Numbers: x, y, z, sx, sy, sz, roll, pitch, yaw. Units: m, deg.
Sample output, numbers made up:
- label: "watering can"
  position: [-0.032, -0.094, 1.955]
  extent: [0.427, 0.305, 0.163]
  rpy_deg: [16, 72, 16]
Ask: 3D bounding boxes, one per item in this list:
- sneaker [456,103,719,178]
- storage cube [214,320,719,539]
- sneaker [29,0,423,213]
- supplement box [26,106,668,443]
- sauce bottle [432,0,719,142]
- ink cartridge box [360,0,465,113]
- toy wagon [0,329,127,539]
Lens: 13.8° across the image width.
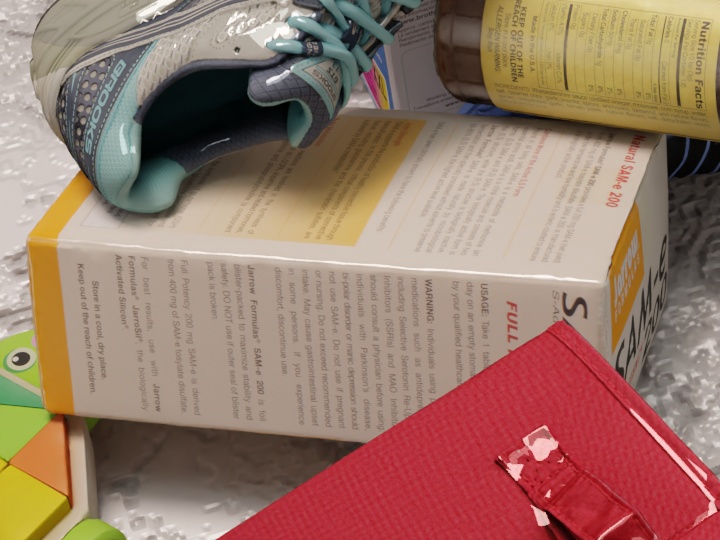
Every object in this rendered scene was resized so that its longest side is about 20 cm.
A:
- label: "sneaker"
  position: [0.130, -0.059, 1.099]
  extent: [0.200, 0.078, 0.070]
  rpy_deg: [-23, 46, 17]
- label: "storage cube"
  position: [0.041, 0.157, 0.815]
  extent: [0.180, 0.200, 0.171]
  rpy_deg: [-32, 50, -12]
- label: "sneaker"
  position: [-0.014, -0.085, 0.997]
  extent: [0.200, 0.078, 0.086]
  rpy_deg: [-34, 44, 9]
- label: "supplement box"
  position: [0.000, 0.000, 1.032]
  extent: [0.200, 0.074, 0.126]
  rpy_deg: [5, 28, 15]
- label: "sauce bottle"
  position: [0.126, -0.075, 1.019]
  extent: [0.200, 0.065, 0.065]
  rpy_deg: [10, 49, 24]
- label: "ink cartridge box"
  position: [0.055, -0.158, 1.107]
  extent: [0.136, 0.200, 0.076]
  rpy_deg: [-18, 46, -8]
- label: "toy wagon"
  position: [-0.154, 0.078, 1.030]
  extent: [0.155, 0.040, 0.200]
  rpy_deg: [26, 56, 30]
